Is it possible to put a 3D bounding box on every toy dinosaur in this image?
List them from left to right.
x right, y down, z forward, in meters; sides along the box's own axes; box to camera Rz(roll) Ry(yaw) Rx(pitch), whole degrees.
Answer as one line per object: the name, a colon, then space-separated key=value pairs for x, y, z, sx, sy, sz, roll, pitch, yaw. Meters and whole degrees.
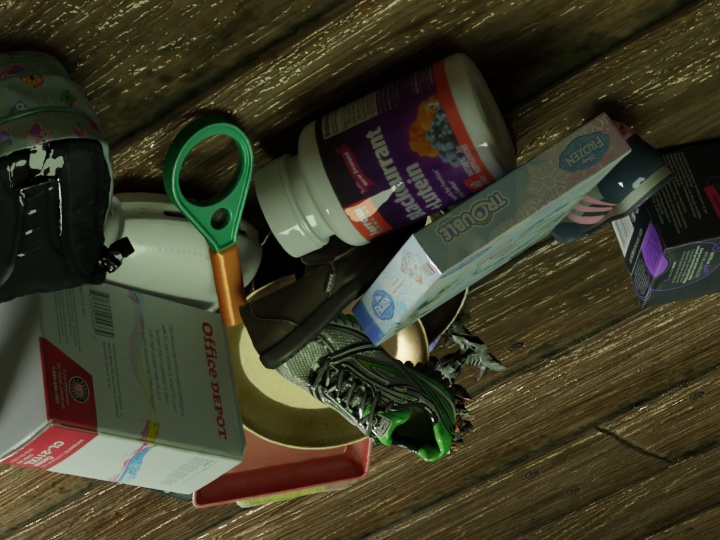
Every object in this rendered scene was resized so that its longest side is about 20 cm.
toy dinosaur: x=0.068 y=0.111 z=1.808 sx=0.136 sy=0.102 sz=0.200 roll=-42 pitch=149 yaw=0

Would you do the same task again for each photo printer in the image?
photo printer: x=-0.195 y=0.005 z=1.551 sx=0.166 sy=0.070 sz=0.200 roll=12 pitch=141 yaw=-42

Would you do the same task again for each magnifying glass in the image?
magnifying glass: x=-0.117 y=-0.038 z=1.471 sx=0.079 sy=0.022 sz=0.201 roll=-28 pitch=133 yaw=-26

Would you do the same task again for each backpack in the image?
backpack: x=-0.260 y=-0.065 z=1.327 sx=0.166 sy=0.127 sz=0.200 roll=-21 pitch=154 yaw=-25

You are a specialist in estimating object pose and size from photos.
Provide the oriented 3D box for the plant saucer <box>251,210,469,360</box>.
plant saucer: x=0.000 y=0.000 z=1.610 sx=0.199 sy=0.035 sz=0.201 roll=-3 pitch=123 yaw=-5

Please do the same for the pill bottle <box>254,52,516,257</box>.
pill bottle: x=0.018 y=-0.088 z=1.449 sx=0.199 sy=0.112 sz=0.111 roll=-25 pitch=151 yaw=15

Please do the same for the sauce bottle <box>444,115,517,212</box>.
sauce bottle: x=0.104 y=-0.069 z=1.587 sx=0.066 sy=0.066 sz=0.200 roll=-13 pitch=155 yaw=-6

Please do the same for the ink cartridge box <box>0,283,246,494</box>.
ink cartridge box: x=-0.205 y=0.096 z=1.480 sx=0.199 sy=0.147 sz=0.083 roll=18 pitch=139 yaw=-41

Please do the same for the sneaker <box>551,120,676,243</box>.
sneaker: x=0.216 y=-0.085 z=1.629 sx=0.070 sy=0.082 sz=0.200 roll=-38 pitch=-179 yaw=-24

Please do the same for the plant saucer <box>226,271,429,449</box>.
plant saucer: x=-0.038 y=0.075 z=1.614 sx=0.199 sy=0.036 sz=0.201 roll=-3 pitch=123 yaw=-5

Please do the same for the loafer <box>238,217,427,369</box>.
loafer: x=-0.024 y=-0.004 z=1.508 sx=0.200 sy=0.071 sz=0.073 roll=-42 pitch=-178 yaw=-17

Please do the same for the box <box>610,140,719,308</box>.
box: x=0.356 y=-0.053 z=1.701 sx=0.199 sy=0.107 sz=0.122 roll=-10 pitch=152 yaw=-10

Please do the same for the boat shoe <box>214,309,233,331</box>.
boat shoe: x=-0.157 y=0.070 z=1.674 sx=0.067 sy=0.072 sz=0.200 roll=26 pitch=140 yaw=-20

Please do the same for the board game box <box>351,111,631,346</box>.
board game box: x=0.103 y=-0.031 z=1.448 sx=0.199 sy=0.043 sz=0.199 roll=-32 pitch=173 yaw=-22

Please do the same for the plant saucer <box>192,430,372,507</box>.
plant saucer: x=-0.078 y=0.137 z=1.810 sx=0.198 sy=0.037 sz=0.201 roll=-8 pitch=123 yaw=-23

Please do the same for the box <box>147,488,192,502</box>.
box: x=-0.187 y=0.177 z=1.892 sx=0.157 sy=0.051 sz=0.200 roll=-29 pitch=149 yaw=22

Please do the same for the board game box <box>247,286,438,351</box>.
board game box: x=-0.014 y=0.057 z=1.694 sx=0.199 sy=0.039 sz=0.158 roll=31 pitch=120 yaw=-28

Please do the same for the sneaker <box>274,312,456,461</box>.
sneaker: x=0.006 y=0.102 z=1.565 sx=0.199 sy=0.085 sz=0.078 roll=26 pitch=116 yaw=-20

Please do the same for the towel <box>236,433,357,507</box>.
towel: x=-0.061 y=0.161 z=1.871 sx=0.143 sy=0.023 sz=0.201 roll=-7 pitch=121 yaw=-23
